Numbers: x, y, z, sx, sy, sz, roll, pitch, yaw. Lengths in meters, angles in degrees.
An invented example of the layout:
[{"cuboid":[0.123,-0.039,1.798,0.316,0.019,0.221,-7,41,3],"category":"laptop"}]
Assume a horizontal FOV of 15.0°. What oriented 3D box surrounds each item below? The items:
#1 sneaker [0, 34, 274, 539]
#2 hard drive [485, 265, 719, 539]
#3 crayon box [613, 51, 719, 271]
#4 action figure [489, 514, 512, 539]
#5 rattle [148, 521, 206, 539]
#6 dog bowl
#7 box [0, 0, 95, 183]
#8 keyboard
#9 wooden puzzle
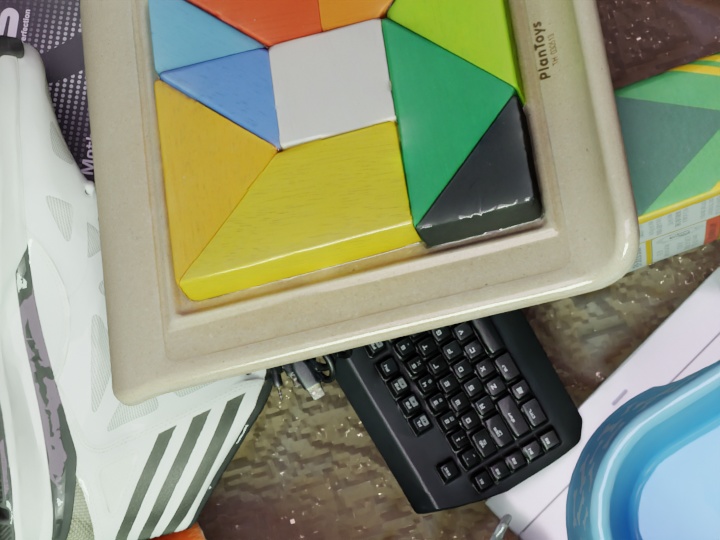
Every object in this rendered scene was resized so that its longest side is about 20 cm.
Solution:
[{"cuboid":[-0.097,0.008,1.055,0.115,0.076,0.201,-4,86,-21],"category":"sneaker"},{"cuboid":[0.164,0.114,1.054,0.132,0.027,0.200,-45,81,0],"category":"hard drive"},{"cuboid":[0.153,-0.052,1.025,0.200,0.126,0.052,-19,81,3],"category":"crayon box"},{"cuboid":[0.076,0.195,1.012,0.102,0.119,0.200,-31,86,-3],"category":"action figure"},{"cuboid":[-0.044,0.128,0.982,0.130,0.143,0.200,-18,52,-5],"category":"rattle"},{"cuboid":[0.170,0.068,1.021,0.200,0.050,0.112,-32,80,1],"category":"dog bowl"},{"cuboid":[-0.070,-0.120,1.100,0.160,0.044,0.200,8,84,7],"category":"box"},{"cuboid":[0.000,0.000,1.032,0.104,0.040,0.200,-31,87,-16],"category":"keyboard"},{"cuboid":[-0.009,-0.059,0.980,0.200,0.037,0.185,-16,60,15],"category":"wooden puzzle"}]
